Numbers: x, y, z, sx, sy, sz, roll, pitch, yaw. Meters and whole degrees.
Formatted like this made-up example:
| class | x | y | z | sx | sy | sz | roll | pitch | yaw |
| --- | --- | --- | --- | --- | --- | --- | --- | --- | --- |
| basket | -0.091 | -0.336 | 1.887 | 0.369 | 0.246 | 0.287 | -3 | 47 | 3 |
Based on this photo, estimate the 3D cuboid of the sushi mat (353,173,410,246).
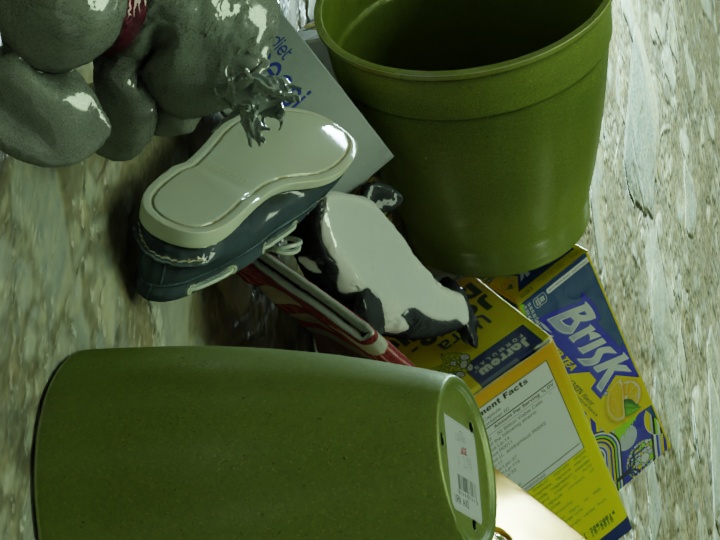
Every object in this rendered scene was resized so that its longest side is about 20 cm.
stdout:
| class | x | y | z | sx | sy | sz | roll | pitch | yaw |
| --- | --- | --- | --- | --- | --- | --- | --- | --- | --- |
| sushi mat | 0.001 | -0.018 | 1.833 | 0.200 | 0.012 | 0.096 | -53 | 128 | -67 |

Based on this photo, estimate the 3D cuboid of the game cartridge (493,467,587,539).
| class | x | y | z | sx | sy | sz | roll | pitch | yaw |
| --- | --- | --- | --- | --- | --- | --- | --- | --- | --- |
| game cartridge | 0.047 | 0.148 | 1.585 | 0.176 | 0.200 | 0.032 | 7 | 113 | -50 |

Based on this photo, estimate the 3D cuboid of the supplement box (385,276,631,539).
| class | x | y | z | sx | sy | sz | roll | pitch | yaw |
| --- | --- | --- | --- | --- | --- | --- | --- | --- | --- |
| supplement box | 0.094 | 0.122 | 1.818 | 0.110 | 0.109 | 0.200 | 39 | -20 | 49 |

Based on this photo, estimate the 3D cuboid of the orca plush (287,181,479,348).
| class | x | y | z | sx | sy | sz | roll | pitch | yaw |
| --- | --- | --- | --- | --- | --- | --- | --- | --- | --- |
| orca plush | 0.000 | 0.000 | 1.694 | 0.200 | 0.071 | 0.105 | 12 | 72 | -58 |

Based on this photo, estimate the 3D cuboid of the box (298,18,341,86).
| class | x | y | z | sx | sy | sz | roll | pitch | yaw |
| --- | --- | --- | --- | --- | --- | --- | --- | --- | --- |
| box | -0.010 | -0.165 | 1.841 | 0.200 | 0.039 | 0.041 | -48 | 126 | -68 |

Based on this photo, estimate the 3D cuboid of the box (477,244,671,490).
| class | x | y | z | sx | sy | sz | roll | pitch | yaw |
| --- | --- | --- | --- | --- | --- | --- | --- | --- | --- |
| box | 0.153 | 0.067 | 1.869 | 0.064 | 0.070 | 0.200 | 33 | -25 | 51 |

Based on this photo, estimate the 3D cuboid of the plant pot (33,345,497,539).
| class | x | y | z | sx | sy | sz | roll | pitch | yaw |
| --- | --- | --- | --- | --- | --- | --- | --- | --- | --- |
| plant pot | -0.037 | 0.117 | 1.342 | 0.187 | 0.200 | 0.187 | -10 | 90 | -72 |

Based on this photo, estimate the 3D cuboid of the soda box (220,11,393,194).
| class | x | y | z | sx | sy | sz | roll | pitch | yaw |
| --- | --- | --- | --- | --- | --- | --- | --- | --- | --- |
| soda box | -0.053 | -0.111 | 1.605 | 0.063 | 0.068 | 0.200 | 50 | 0 | 32 |

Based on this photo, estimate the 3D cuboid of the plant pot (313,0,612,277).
| class | x | y | z | sx | sy | sz | roll | pitch | yaw |
| --- | --- | --- | --- | --- | --- | --- | --- | --- | --- |
| plant pot | 0.083 | -0.106 | 1.756 | 0.200 | 0.200 | 0.193 | -76 | 159 | -52 |

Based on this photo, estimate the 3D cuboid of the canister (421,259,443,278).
| class | x | y | z | sx | sy | sz | roll | pitch | yaw |
| --- | --- | --- | --- | --- | --- | --- | --- | --- | --- |
| canister | 0.070 | -0.075 | 1.942 | 0.149 | 0.087 | 0.200 | -88 | 163 | -64 |

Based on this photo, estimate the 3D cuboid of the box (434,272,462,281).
| class | x | y | z | sx | sy | sz | roll | pitch | yaw |
| --- | --- | --- | --- | --- | --- | --- | --- | --- | --- |
| box | 0.110 | 0.076 | 1.910 | 0.041 | 0.156 | 0.200 | 34 | -25 | 50 |

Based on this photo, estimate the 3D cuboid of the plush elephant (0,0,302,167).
| class | x | y | z | sx | sy | sz | roll | pitch | yaw |
| --- | --- | --- | --- | --- | --- | --- | --- | --- | --- |
| plush elephant | -0.130 | -0.136 | 1.325 | 0.155 | 0.165 | 0.200 | 21 | 15 | -28 |

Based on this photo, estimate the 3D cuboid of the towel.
| class | x | y | z | sx | sy | sz | roll | pitch | yaw |
| --- | --- | --- | --- | --- | --- | --- | --- | --- | --- |
| towel | -0.007 | 0.045 | 1.606 | 0.023 | 0.144 | 0.200 | -53 | 148 | -5 |

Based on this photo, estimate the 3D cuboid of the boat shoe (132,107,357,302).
| class | x | y | z | sx | sy | sz | roll | pitch | yaw |
| --- | --- | --- | --- | --- | --- | --- | --- | --- | --- |
| boat shoe | -0.067 | -0.038 | 1.511 | 0.200 | 0.075 | 0.062 | -44 | 157 | -55 |
